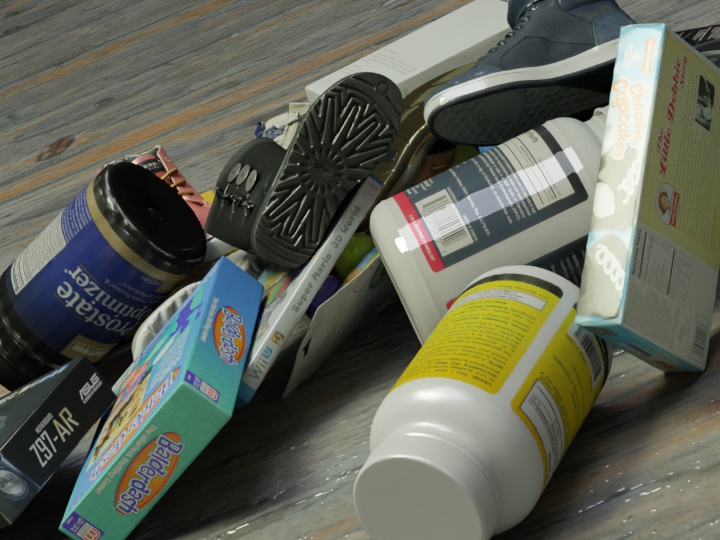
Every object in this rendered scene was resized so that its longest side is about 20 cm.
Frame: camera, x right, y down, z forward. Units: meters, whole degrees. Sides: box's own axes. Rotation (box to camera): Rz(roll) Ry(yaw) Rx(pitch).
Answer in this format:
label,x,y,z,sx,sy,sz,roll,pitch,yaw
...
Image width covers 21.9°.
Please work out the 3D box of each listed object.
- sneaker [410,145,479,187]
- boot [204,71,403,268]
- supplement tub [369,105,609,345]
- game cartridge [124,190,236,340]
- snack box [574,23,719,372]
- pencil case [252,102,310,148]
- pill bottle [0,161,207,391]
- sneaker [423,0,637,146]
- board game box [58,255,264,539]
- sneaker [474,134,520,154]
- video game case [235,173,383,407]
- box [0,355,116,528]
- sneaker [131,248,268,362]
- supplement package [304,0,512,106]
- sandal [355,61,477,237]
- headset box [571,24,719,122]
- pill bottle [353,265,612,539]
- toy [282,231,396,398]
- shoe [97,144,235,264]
label,x,y,z,sx,sy,sz,roll,pitch,yaw
sneaker,0.044,-0.052,1.570,0.199,0.078,0.090,-23,36,3
boot,-0.049,-0.083,1.445,0.165,0.066,0.200,-54,13,-4
supplement tub,0.119,-0.022,1.319,0.199,0.141,0.140,-25,23,-1
game cartridge,-0.191,0.001,1.714,0.176,0.033,0.200,-25,25,-6
snack box,0.196,-0.045,1.208,0.037,0.116,0.201,0,73,38
pencil case,-0.068,-0.079,1.693,0.077,0.090,0.200,-4,24,3
pill bottle,-0.229,0.013,1.544,0.200,0.112,0.112,-43,15,23
sneaker,0.119,-0.184,1.483,0.201,0.077,0.147,-17,60,-18
board game box,-0.140,0.095,1.345,0.152,0.045,0.200,-48,13,23
sneaker,0.133,-0.081,1.495,0.078,0.066,0.201,-9,40,-3
video game case,-0.064,0.023,1.406,0.200,0.018,0.143,-59,14,-22
box,-0.293,0.153,1.381,0.200,0.044,0.160,-26,17,35
sneaker,-0.121,0.038,1.533,0.082,0.075,0.200,-19,11,44
supplement package,0.073,-0.149,1.684,0.199,0.118,0.117,-28,22,-12
sandal,0.044,-0.088,1.515,0.082,0.055,0.200,4,55,55
headset box,0.289,-0.140,1.518,0.199,0.078,0.149,-5,29,34
pill bottle,0.074,0.092,1.153,0.112,0.113,0.200,-7,26,33
toy,0.000,0.000,1.432,0.047,0.115,0.200,39,50,15
shoe,-0.173,-0.056,1.631,0.071,0.091,0.200,-28,16,-23
